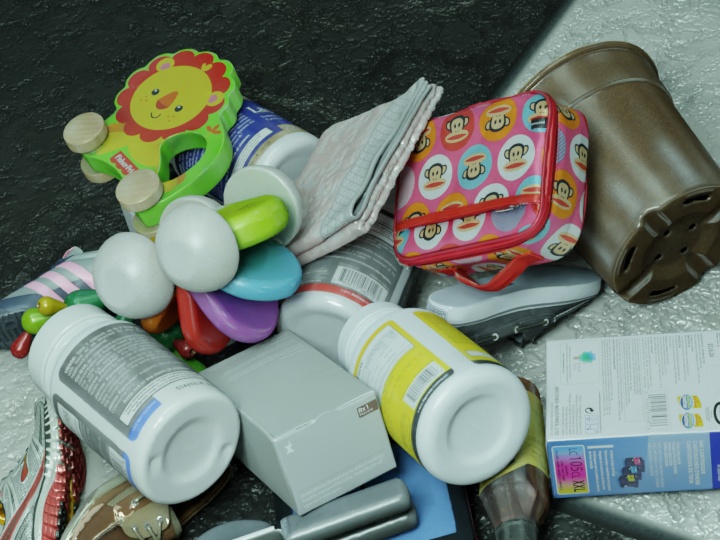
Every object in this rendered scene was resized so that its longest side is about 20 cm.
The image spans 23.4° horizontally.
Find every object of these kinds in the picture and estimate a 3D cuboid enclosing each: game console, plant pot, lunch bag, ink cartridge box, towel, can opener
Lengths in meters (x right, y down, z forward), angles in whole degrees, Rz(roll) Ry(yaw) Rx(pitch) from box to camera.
[{"bbox_3d":[0.009,0.213,1.566,0.176,0.031,0.201,-12,43,1],"label":"game console"},{"bbox_3d":[0.261,-0.086,1.708,0.199,0.201,0.199,-25,53,-12],"label":"plant pot"},{"bbox_3d":[0.120,-0.066,1.638,0.199,0.082,0.177,-12,65,44],"label":"lunch bag"},{"bbox_3d":[0.267,0.126,1.552,0.199,0.077,0.137,-6,39,11],"label":"ink cartridge box"},{"bbox_3d":[-0.018,-0.090,1.708,0.191,0.032,0.201,-25,31,51],"label":"towel"},{"bbox_3d":[-0.052,0.222,1.526,0.199,0.054,0.067,-20,44,0],"label":"can opener"}]

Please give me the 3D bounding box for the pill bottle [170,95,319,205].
[{"bbox_3d":[-0.136,-0.129,1.892,0.116,0.116,0.200,-39,49,-25],"label":"pill bottle"}]

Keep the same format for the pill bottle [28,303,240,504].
[{"bbox_3d":[-0.209,0.115,1.568,0.114,0.114,0.200,-36,46,-23],"label":"pill bottle"}]

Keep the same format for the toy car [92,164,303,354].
[{"bbox_3d":[-0.137,0.003,1.626,0.199,0.151,0.175,-22,8,34],"label":"toy car"}]

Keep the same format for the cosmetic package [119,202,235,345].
[{"bbox_3d":[-0.183,-0.009,1.805,0.050,0.083,0.200,-29,46,-14],"label":"cosmetic package"}]

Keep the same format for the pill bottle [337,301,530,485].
[{"bbox_3d":[0.058,0.101,1.551,0.112,0.113,0.200,-28,31,-15],"label":"pill bottle"}]

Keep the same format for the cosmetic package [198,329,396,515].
[{"bbox_3d":[-0.061,0.134,1.578,0.106,0.091,0.200,-24,26,-16],"label":"cosmetic package"}]

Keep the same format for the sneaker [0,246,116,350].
[{"bbox_3d":[-0.311,0.021,1.811,0.199,0.070,0.082,-16,55,-11],"label":"sneaker"}]

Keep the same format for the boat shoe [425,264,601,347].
[{"bbox_3d":[0.149,0.043,1.678,0.199,0.067,0.070,-13,25,-35],"label":"boat shoe"}]

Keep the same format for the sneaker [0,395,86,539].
[{"bbox_3d":[-0.307,0.197,1.627,0.082,0.078,0.201,-9,43,6],"label":"sneaker"}]

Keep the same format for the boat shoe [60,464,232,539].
[{"bbox_3d":[-0.196,0.222,1.578,0.072,0.076,0.200,26,57,32],"label":"boat shoe"}]

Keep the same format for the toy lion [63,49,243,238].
[{"bbox_3d":[-0.200,-0.147,1.826,0.191,0.069,0.200,-36,48,-11],"label":"toy lion"}]

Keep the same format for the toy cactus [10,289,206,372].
[{"bbox_3d":[-0.240,0.048,1.723,0.199,0.102,0.166,16,87,17],"label":"toy cactus"}]

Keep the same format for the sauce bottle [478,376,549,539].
[{"bbox_3d":[0.136,0.184,1.537,0.066,0.066,0.201,-7,42,6],"label":"sauce bottle"}]

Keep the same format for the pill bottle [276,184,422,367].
[{"bbox_3d":[0.000,0.000,1.725,0.115,0.116,0.201,6,46,20],"label":"pill bottle"}]
